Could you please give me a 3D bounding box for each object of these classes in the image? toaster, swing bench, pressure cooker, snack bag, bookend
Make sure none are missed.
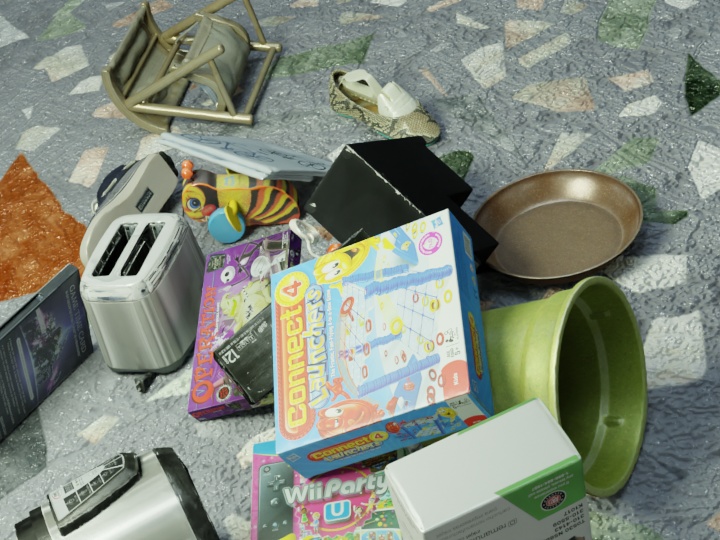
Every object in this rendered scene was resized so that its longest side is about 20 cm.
[{"bbox_3d":[-0.247,0.026,1.628,0.112,0.130,0.201,-1,40,20],"label":"toaster"},{"bbox_3d":[-0.241,-0.302,2.046,0.198,0.131,0.200,-7,38,20],"label":"swing bench"},{"bbox_3d":[-0.220,0.273,1.269,0.198,0.177,0.179,-26,55,-12],"label":"pressure cooker"},{"bbox_3d":[-0.127,-0.142,1.796,0.187,0.022,0.199,19,13,31],"label":"snack bag"},{"bbox_3d":[0.072,-0.051,1.598,0.199,0.092,0.200,43,24,15],"label":"bookend"}]

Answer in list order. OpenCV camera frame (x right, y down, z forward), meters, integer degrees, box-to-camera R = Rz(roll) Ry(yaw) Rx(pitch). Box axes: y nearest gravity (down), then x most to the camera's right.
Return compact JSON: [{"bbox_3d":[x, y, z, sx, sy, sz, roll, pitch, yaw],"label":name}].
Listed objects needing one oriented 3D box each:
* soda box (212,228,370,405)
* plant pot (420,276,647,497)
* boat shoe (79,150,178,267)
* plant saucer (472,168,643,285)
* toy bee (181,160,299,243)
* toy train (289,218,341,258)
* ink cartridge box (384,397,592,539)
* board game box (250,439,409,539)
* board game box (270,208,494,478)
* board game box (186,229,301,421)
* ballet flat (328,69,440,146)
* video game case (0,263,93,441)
[{"bbox_3d":[-0.055,0.048,1.450,0.199,0.071,0.063,-40,-1,-10],"label":"soda box"},{"bbox_3d":[0.149,0.111,1.348,0.182,0.202,0.201,-4,37,34],"label":"plant pot"},{"bbox_3d":[-0.317,-0.068,1.835,0.092,0.075,0.201,-10,36,42],"label":"boat shoe"},{"bbox_3d":[0.224,-0.043,1.621,0.198,0.037,0.202,-10,38,8],"label":"plant saucer"},{"bbox_3d":[-0.178,-0.088,1.764,0.198,0.110,0.131,-25,39,-13],"label":"toy bee"},{"bbox_3d":[0.000,0.000,1.593,0.199,0.056,0.150,3,39,-50],"label":"toy train"},{"bbox_3d":[0.115,0.226,1.187,0.143,0.201,0.084,-23,41,-10],"label":"ink cartridge box"},{"bbox_3d":[-0.026,0.244,1.294,0.146,0.065,0.202,-12,46,10],"label":"board game box"},{"bbox_3d":[0.015,0.067,1.310,0.194,0.056,0.202,-20,52,20],"label":"board game box"},{"bbox_3d":[-0.125,0.059,1.552,0.119,0.032,0.202,-19,52,31],"label":"board game box"},{"bbox_3d":[0.023,-0.225,1.890,0.068,0.076,0.199,-35,42,-26],"label":"ballet flat"},{"bbox_3d":[-0.373,0.104,1.566,0.019,0.144,0.200,25,51,21],"label":"video game case"}]
